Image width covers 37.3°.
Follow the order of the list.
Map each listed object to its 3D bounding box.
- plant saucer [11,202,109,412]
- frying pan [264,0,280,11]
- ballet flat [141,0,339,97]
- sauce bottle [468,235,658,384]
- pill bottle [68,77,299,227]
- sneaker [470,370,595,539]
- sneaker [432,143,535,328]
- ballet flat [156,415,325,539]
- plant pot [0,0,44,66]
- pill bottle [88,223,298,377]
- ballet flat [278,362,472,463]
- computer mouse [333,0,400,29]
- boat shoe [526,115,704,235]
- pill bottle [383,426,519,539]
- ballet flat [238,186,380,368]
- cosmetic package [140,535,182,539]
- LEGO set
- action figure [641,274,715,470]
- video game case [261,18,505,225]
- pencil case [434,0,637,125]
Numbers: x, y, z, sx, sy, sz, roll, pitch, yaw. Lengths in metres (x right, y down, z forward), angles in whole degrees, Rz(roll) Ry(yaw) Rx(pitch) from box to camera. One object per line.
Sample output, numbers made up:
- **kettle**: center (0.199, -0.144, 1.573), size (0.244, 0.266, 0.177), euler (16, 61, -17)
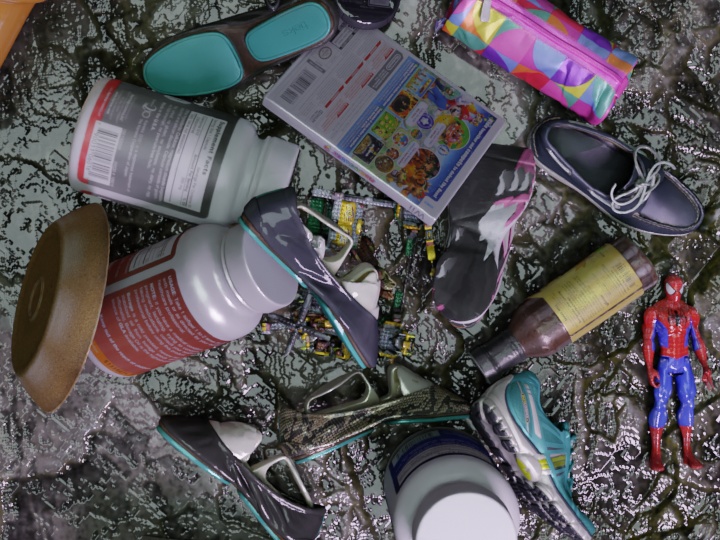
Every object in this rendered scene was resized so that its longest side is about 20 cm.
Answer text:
- **plant saucer**: center (-0.285, 0.030, 0.990), size (0.035, 0.200, 0.200), euler (15, 94, -29)
- **frying pan**: center (-0.100, -0.342, 1.019), size (0.115, 0.031, 0.190), euler (18, 67, 6)
- **ballet flat**: center (-0.113, -0.219, 1.038), size (0.200, 0.068, 0.068), euler (-15, 115, 10)
- **sauce bottle**: center (0.201, 0.042, 1.078), size (0.200, 0.065, 0.065), euler (-33, 95, -1)
- **pill bottle**: center (-0.167, -0.104, 1.027), size (0.200, 0.114, 0.114), euler (17, 93, -4)
- **sneaker**: center (0.191, 0.192, 1.080), size (0.080, 0.078, 0.200), euler (-36, 107, -19)
- **sneaker**: center (0.116, -0.033, 1.067), size (0.080, 0.086, 0.200), euler (20, 73, 12)
- **ballet flat**: center (-0.112, 0.198, 1.073), size (0.068, 0.068, 0.200), euler (-46, 105, -7)
- **plant pot**: center (-0.394, -0.248, 0.979), size (0.200, 0.200, 0.183), euler (22, 109, -4)
- **pill bottle**: center (-0.163, 0.023, 1.001), size (0.200, 0.112, 0.112), euler (-20, 95, 26)
- **ballet flat**: center (0.014, 0.134, 1.067), size (0.200, 0.068, 0.075), euler (-13, 87, -12)
- **computer mouse**: center (0.033, -0.337, 1.057), size (0.140, 0.046, 0.200), euler (-2, 94, -15)
- **boat shoe**: center (0.262, -0.095, 1.071), size (0.200, 0.062, 0.075), euler (33, 90, -5)
- **pill bottle**: center (0.087, 0.227, 1.018), size (0.120, 0.200, 0.120), euler (0, 95, -2)
- **ballet flat**: center (-0.025, 0.004, 0.951), size (0.073, 0.073, 0.200), euler (-38, 114, 1)
- **cosmetic package**: center (-0.131, 0.324, 1.066), size (0.200, 0.105, 0.071), euler (7, 94, -1)
- **LEGO set**: center (0.000, 0.000, 1.039), size (0.154, 0.116, 0.200), euler (18, 94, -4)
- **action figure**: center (0.324, 0.104, 1.098), size (0.065, 0.052, 0.200), euler (-3, 92, 1)
- **video game case**: center (0.025, -0.153, 1.038), size (0.200, 0.018, 0.143), euler (36, 63, 2)
- **pencil case**: center (0.172, -0.224, 1.046), size (0.200, 0.088, 0.088), euler (30, 92, -6)
